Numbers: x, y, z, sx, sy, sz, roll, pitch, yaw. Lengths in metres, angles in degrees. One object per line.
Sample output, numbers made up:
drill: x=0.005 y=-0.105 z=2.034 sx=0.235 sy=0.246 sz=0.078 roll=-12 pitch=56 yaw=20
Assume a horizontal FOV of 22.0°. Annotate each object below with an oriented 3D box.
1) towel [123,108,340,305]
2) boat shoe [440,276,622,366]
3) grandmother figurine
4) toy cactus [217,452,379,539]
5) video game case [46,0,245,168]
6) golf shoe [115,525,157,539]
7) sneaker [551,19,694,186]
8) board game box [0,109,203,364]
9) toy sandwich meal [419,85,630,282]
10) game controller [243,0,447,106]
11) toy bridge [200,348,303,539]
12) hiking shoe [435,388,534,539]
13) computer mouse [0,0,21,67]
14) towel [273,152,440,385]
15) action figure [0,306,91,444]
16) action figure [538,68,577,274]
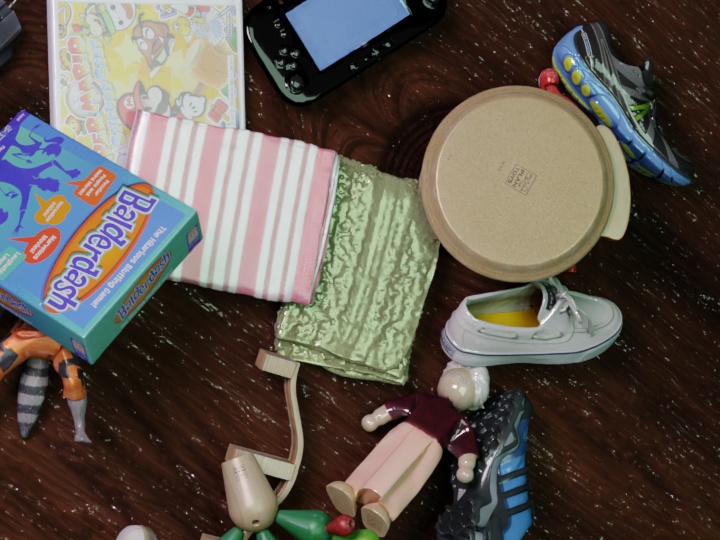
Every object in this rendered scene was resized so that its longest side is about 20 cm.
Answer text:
towel: x=-0.123 y=-0.056 z=1.674 sx=0.198 sy=0.030 sz=0.148 roll=11 pitch=90 yaw=-17
boat shoe: x=0.177 y=0.037 z=1.786 sx=0.200 sy=0.087 sz=0.075 roll=-3 pitch=48 yaw=-25
grandmother figurine: x=0.060 y=0.159 z=1.747 sx=0.121 sy=0.061 sz=0.200 roll=34 pitch=61 yaw=11
toy cactus: x=-0.089 y=0.248 z=1.651 sx=0.198 sy=0.102 sz=0.167 roll=-22 pitch=83 yaw=12
video game case: x=-0.191 y=-0.166 z=1.670 sx=0.180 sy=0.023 sz=0.203 roll=-2 pitch=92 yaw=-23
golf shoe: x=-0.236 y=0.318 z=1.634 sx=0.091 sy=0.072 sz=0.202 roll=20 pitch=83 yaw=-21
sneaker: x=0.275 y=-0.165 z=1.844 sx=0.083 sy=0.071 sz=0.200 roll=-42 pitch=103 yaw=-10
board game box: x=-0.256 y=-0.032 z=1.555 sx=0.199 sy=0.045 sz=0.152 roll=29 pitch=62 yaw=20
toy sandwich meal: x=0.154 y=-0.082 z=1.756 sx=0.203 sy=0.070 sz=0.208 roll=0 pitch=83 yaw=-1
game controller: x=-0.014 y=-0.239 z=1.735 sx=0.199 sy=0.042 sz=0.105 roll=-34 pitch=104 yaw=-20
toy bridge: x=-0.091 y=0.178 z=1.708 sx=0.067 sy=0.027 sz=0.202 roll=17 pitch=91 yaw=-22
hiking shoe: x=0.131 y=0.211 z=1.777 sx=0.087 sy=0.074 sz=0.201 roll=39 pitch=56 yaw=-27
computer mouse: x=-0.298 y=-0.234 z=1.602 sx=0.059 sy=0.034 sz=0.200 roll=43 pitch=83 yaw=-10
towel: x=0.000 y=0.000 z=1.749 sx=0.147 sy=0.036 sz=0.202 roll=16 pitch=86 yaw=-22
action figure: x=-0.307 y=0.043 z=1.606 sx=0.197 sy=0.105 sz=0.196 roll=6 pitch=81 yaw=2
action figure: x=0.184 y=-0.099 z=1.819 sx=0.065 sy=0.052 sz=0.203 roll=6 pitch=84 yaw=-28
